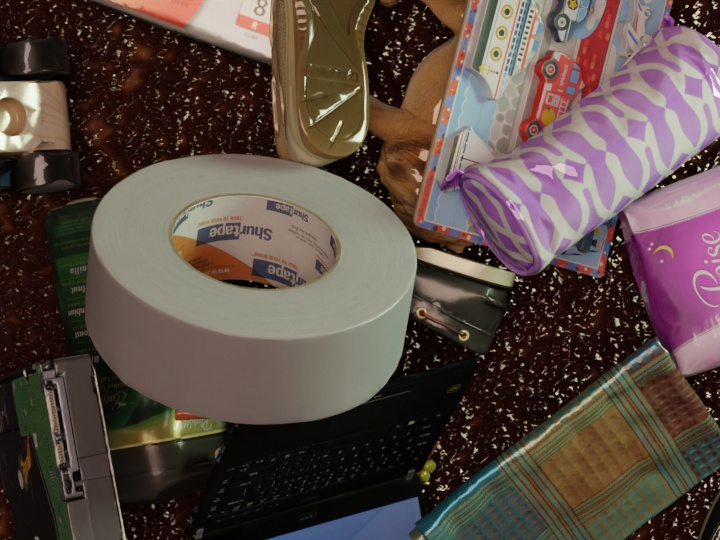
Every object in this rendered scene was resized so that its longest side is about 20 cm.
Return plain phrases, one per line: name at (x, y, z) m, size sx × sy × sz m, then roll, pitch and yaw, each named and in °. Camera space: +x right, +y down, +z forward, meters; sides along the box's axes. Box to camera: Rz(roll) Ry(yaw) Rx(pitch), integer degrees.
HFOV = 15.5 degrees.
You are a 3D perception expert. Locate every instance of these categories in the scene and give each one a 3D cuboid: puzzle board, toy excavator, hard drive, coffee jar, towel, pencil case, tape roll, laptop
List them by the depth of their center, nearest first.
tape roll at (-0.068, 0.009, 1.606) m, size 0.199 × 0.201 × 0.067 m, roll 12°, pitch 123°, yaw 6°
laptop at (-0.009, 0.167, 1.643) m, size 0.176 × 0.201 × 0.104 m, roll -14°, pitch 59°, yaw -29°
pencil case at (0.153, -0.081, 1.673) m, size 0.200 × 0.084 × 0.086 m, roll -37°, pitch 83°, yaw -20°
hard drive at (-0.195, 0.129, 1.686) m, size 0.038 × 0.200 × 0.141 m, roll -10°, pitch 86°, yaw -18°
towel at (0.138, 0.142, 1.687) m, size 0.200 × 0.147 × 0.022 m, roll -38°, pitch 48°, yaw 3°
puzzle board at (0.122, -0.109, 1.707) m, size 0.150 × 0.017 × 0.202 m, roll 14°, pitch 89°, yaw -30°
coffee jar at (-0.144, 0.052, 1.726) m, size 0.085 × 0.104 × 0.202 m, roll -10°, pitch 87°, yaw 27°
toy excavator at (-0.308, -0.086, 1.755) m, size 0.193 × 0.199 × 0.101 m, roll -5°, pitch 86°, yaw -39°

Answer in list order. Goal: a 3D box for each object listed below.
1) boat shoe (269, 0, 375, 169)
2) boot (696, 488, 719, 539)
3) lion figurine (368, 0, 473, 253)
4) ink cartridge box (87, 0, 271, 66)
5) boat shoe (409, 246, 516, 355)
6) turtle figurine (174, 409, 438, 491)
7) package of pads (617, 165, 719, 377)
boat shoe at (-0.031, -0.163, 1.700) m, size 0.071 × 0.064 × 0.202 m, roll 14°, pitch 71°, yaw -26°
boot at (0.283, 0.131, 1.656) m, size 0.073 × 0.154 × 0.204 m, roll 40°, pitch 92°, yaw 5°
lion figurine at (0.059, -0.122, 1.724) m, size 0.122 × 0.072 × 0.201 m, roll 26°, pitch 99°, yaw 20°
ink cartridge box at (-0.089, -0.253, 1.758) m, size 0.161 × 0.050 × 0.201 m, roll 19°, pitch 93°, yaw 5°
boat shoe at (0.000, 0.000, 1.729) m, size 0.200 × 0.074 × 0.064 m, roll 19°, pitch 93°, yaw 8°
turtle figurine at (-0.043, 0.148, 1.722) m, size 0.199 × 0.064 × 0.163 m, roll 3°, pitch 98°, yaw -32°
package of pads at (0.274, -0.020, 1.702) m, size 0.199 × 0.076 × 0.121 m, roll -21°, pitch 84°, yaw 5°
